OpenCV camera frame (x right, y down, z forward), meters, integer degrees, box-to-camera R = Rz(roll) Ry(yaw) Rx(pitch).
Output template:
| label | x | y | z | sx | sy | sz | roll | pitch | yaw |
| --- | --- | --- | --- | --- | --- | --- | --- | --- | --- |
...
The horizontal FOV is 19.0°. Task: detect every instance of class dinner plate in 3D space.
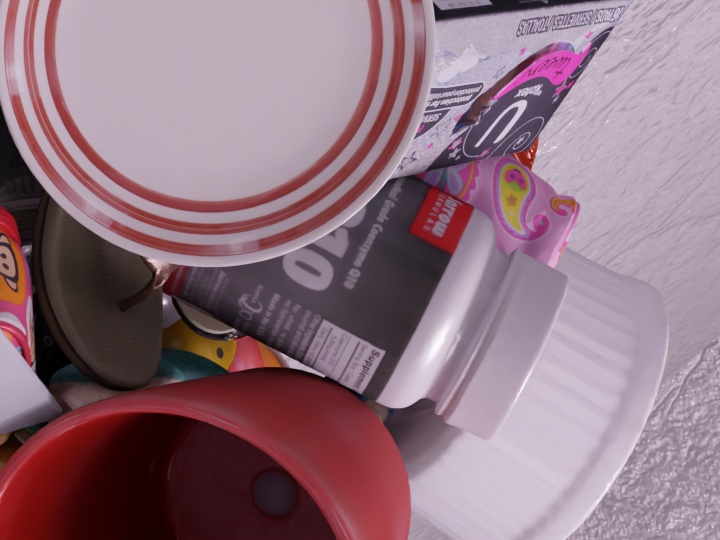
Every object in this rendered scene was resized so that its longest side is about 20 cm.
| label | x | y | z | sx | sy | sz | roll | pitch | yaw |
| --- | --- | --- | --- | --- | --- | --- | --- | --- | --- |
| dinner plate | -0.065 | -0.100 | 0.969 | 0.200 | 0.200 | 0.024 | -38 | -158 | 1 |

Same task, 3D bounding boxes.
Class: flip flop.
| label | x | y | z | sx | sy | sz | roll | pitch | yaw |
| --- | --- | --- | --- | --- | --- | --- | --- | --- | --- |
| flip flop | -0.102 | -0.043 | 1.021 | 0.081 | 0.057 | 0.202 | 17 | 81 | -51 |

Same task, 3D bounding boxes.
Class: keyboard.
| label | x | y | z | sx | sy | sz | roll | pitch | yaw |
| --- | --- | --- | --- | --- | --- | --- | --- | --- | --- |
| keyboard | -0.177 | 0.037 | 0.915 | 0.056 | 0.011 | 0.200 | -22 | 157 | -2 |

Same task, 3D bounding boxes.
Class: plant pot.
| label | x | y | z | sx | sy | sz | roll | pitch | yaw |
| --- | --- | --- | --- | --- | --- | --- | --- | --- | --- |
| plant pot | -0.065 | 0.135 | 1.064 | 0.200 | 0.201 | 0.177 | -43 | 177 | 20 |

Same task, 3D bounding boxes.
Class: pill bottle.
| label | x | y | z | sx | sy | sz | roll | pitch | yaw |
| --- | --- | --- | --- | --- | --- | --- | --- | --- | --- |
| pill bottle | 0.000 | 0.000 | 1.116 | 0.114 | 0.199 | 0.114 | -63 | 180 | 0 |

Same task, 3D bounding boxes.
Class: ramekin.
| label | x | y | z | sx | sy | sz | roll | pitch | yaw |
| --- | --- | --- | --- | --- | --- | --- | --- | --- | --- |
| ramekin | 0.088 | 0.072 | 1.307 | 0.201 | 0.097 | 0.201 | -51 | -161 | 25 |

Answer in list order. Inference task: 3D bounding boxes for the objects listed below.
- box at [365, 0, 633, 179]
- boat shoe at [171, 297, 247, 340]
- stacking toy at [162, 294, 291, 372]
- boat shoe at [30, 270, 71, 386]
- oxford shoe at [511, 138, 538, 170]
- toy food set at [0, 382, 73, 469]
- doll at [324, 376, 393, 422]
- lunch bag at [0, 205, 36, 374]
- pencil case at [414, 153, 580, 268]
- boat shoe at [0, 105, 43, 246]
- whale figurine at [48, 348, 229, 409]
| label | x | y | z | sx | sy | sz | roll | pitch | yaw |
| --- | --- | --- | --- | --- | --- | --- | --- | --- | --- |
| box | 0.023 | -0.129 | 1.105 | 0.199 | 0.132 | 0.115 | -16 | 147 | -53 |
| boat shoe | -0.029 | -0.037 | 1.258 | 0.201 | 0.074 | 0.063 | -43 | 176 | -9 |
| stacking toy | -0.124 | 0.056 | 1.399 | 0.146 | 0.146 | 0.200 | -34 | 147 | -12 |
| boat shoe | -0.142 | -0.001 | 1.259 | 0.200 | 0.062 | 0.074 | -44 | 161 | 19 |
| oxford shoe | 0.035 | -0.040 | 1.324 | 0.200 | 0.071 | 0.072 | -47 | -151 | -26 |
| toy food set | -0.196 | 0.107 | 1.197 | 0.049 | 0.197 | 0.200 | -49 | 170 | -26 |
| doll | -0.020 | 0.108 | 1.304 | 0.201 | 0.048 | 0.136 | -64 | -162 | -16 |
| lunch bag | -0.247 | 0.040 | 0.991 | 0.198 | 0.082 | 0.176 | -7 | 156 | -10 |
| pencil case | 0.022 | -0.054 | 1.196 | 0.088 | 0.199 | 0.087 | -59 | -179 | 2 |
| boat shoe | -0.174 | -0.043 | 1.057 | 0.201 | 0.075 | 0.065 | -16 | 160 | -44 |
| whale figurine | -0.126 | 0.082 | 1.272 | 0.158 | 0.104 | 0.200 | -3 | 155 | 7 |
